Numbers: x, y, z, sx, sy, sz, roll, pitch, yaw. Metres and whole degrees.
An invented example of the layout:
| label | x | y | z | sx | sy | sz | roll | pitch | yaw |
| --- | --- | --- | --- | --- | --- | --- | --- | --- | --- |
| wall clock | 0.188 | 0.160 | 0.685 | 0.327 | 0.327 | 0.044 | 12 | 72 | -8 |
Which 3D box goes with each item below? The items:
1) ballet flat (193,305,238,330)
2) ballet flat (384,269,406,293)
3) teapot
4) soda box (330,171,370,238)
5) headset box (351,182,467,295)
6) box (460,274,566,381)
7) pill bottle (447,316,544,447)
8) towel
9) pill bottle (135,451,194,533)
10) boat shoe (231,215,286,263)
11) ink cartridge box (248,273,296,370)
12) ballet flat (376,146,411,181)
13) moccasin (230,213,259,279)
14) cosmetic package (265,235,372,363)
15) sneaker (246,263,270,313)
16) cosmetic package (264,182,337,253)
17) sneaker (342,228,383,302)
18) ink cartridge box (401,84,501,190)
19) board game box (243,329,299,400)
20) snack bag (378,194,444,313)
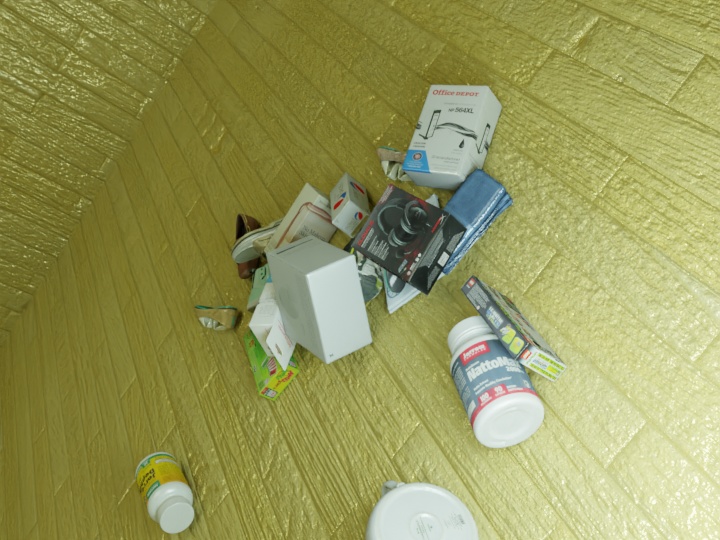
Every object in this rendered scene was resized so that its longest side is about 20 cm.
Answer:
| label | x | y | z | sx | sy | sz | roll | pitch | yaw |
| --- | --- | --- | --- | --- | --- | --- | --- | --- | --- |
| ballet flat | -0.397 | 0.128 | 2.241 | 0.198 | 0.068 | 0.065 | -2 | 79 | 52 |
| ballet flat | 0.091 | -0.053 | 1.701 | 0.072 | 0.072 | 0.203 | -23 | 48 | 41 |
| teapot | 0.091 | 0.450 | 1.335 | 0.201 | 0.194 | 0.148 | -55 | -18 | -45 |
| soda box | -0.025 | -0.152 | 1.901 | 0.068 | 0.063 | 0.201 | -50 | 18 | 17 |
| headset box | 0.086 | -0.066 | 1.612 | 0.199 | 0.077 | 0.150 | 33 | 90 | 43 |
| box | 0.254 | 0.094 | 1.395 | 0.035 | 0.109 | 0.201 | -50 | 36 | 14 |
| pill bottle | 0.214 | 0.178 | 1.379 | 0.120 | 0.119 | 0.202 | -45 | 39 | 22 |
| towel | 0.200 | -0.097 | 1.622 | 0.201 | 0.048 | 0.112 | -51 | 44 | 9 |
| pill bottle | -0.470 | 0.539 | 2.015 | 0.114 | 0.112 | 0.200 | -57 | 36 | 5 |
| boat shoe | -0.245 | -0.066 | 2.136 | 0.198 | 0.075 | 0.069 | -29 | 60 | 14 |
| ink cartridge box | -0.187 | 0.113 | 1.888 | 0.067 | 0.117 | 0.202 | -2 | 48 | 24 |
| ballet flat | 0.089 | -0.236 | 1.861 | 0.199 | 0.067 | 0.068 | 16 | 82 | 56 |
| moccasin | -0.314 | -0.067 | 2.248 | 0.073 | 0.077 | 0.205 | -26 | 50 | 36 |
| cosmetic package | -0.087 | 0.056 | 1.755 | 0.121 | 0.203 | 0.199 | -22 | 24 | -23 |
| sneaker | -0.216 | 0.026 | 2.062 | 0.199 | 0.073 | 0.121 | -22 | 57 | 46 |
| cosmetic package | -0.133 | -0.095 | 2.019 | 0.202 | 0.102 | 0.087 | -58 | 37 | 9 |
| sneaker | 0.000 | 0.000 | 1.824 | 0.084 | 0.074 | 0.202 | -41 | 31 | 36 |
| ink cartridge box | 0.189 | -0.275 | 1.717 | 0.144 | 0.084 | 0.204 | 10 | 75 | 36 |
| board game box | -0.214 | 0.198 | 1.973 | 0.102 | 0.047 | 0.201 | -48 | 38 | 18 |
| snack bag | 0.110 | -0.036 | 1.740 | 0.188 | 0.021 | 0.203 | -39 | 42 | 29 |
